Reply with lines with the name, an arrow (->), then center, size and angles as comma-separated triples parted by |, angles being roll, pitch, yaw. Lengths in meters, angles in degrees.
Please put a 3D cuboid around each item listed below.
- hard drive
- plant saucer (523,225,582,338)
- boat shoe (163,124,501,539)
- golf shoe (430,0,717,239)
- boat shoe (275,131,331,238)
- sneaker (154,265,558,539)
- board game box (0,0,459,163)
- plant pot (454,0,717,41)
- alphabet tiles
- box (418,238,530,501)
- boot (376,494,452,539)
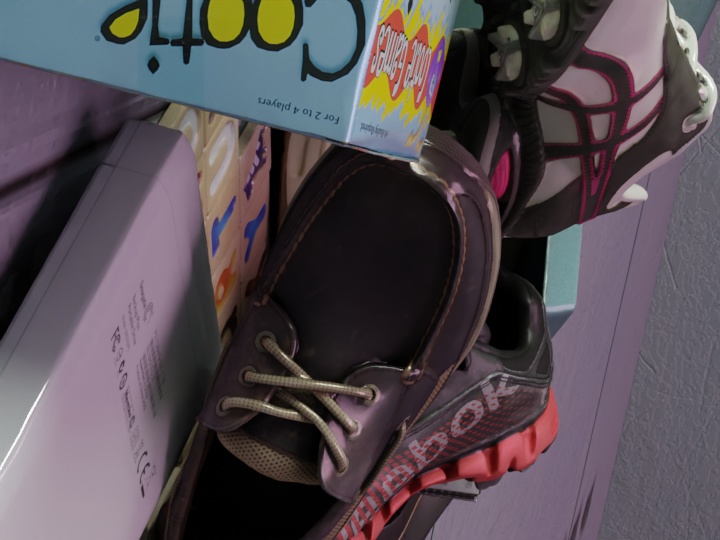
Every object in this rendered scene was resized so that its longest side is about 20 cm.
hard drive -> -0.094, 0.071, 0.660 | 0.132, 0.027, 0.200 | 88, 22, -54
plant saucer -> 0.071, 0.016, 1.013 | 0.200, 0.019, 0.070 | 118, -20, -70
boat shoe -> -0.011, 0.041, 0.709 | 0.073, 0.074, 0.200 | -64, 176, -51
golf shoe -> 0.072, -0.076, 0.684 | 0.200, 0.088, 0.077 | 117, -33, -59
boat shoe -> 0.000, 0.000, 0.917 | 0.074, 0.066, 0.200 | -76, 173, -48
sneaker -> 0.002, 0.054, 0.852 | 0.200, 0.071, 0.098 | -24, 134, -38
board game box -> -0.016, -0.140, 0.604 | 0.103, 0.105, 0.200 | 1, 104, -78
plant pot -> 0.070, -0.158, 0.813 | 0.200, 0.200, 0.196 | -25, 136, -75
alphabet tiles -> -0.063, 0.015, 0.807 | 0.200, 0.008, 0.167 | 93, 17, -45
box -> 0.044, -0.023, 1.035 | 0.193, 0.047, 0.200 | -92, -169, -71
boot -> 0.007, 0.134, 1.141 | 0.200, 0.077, 0.139 | -35, 144, -52
